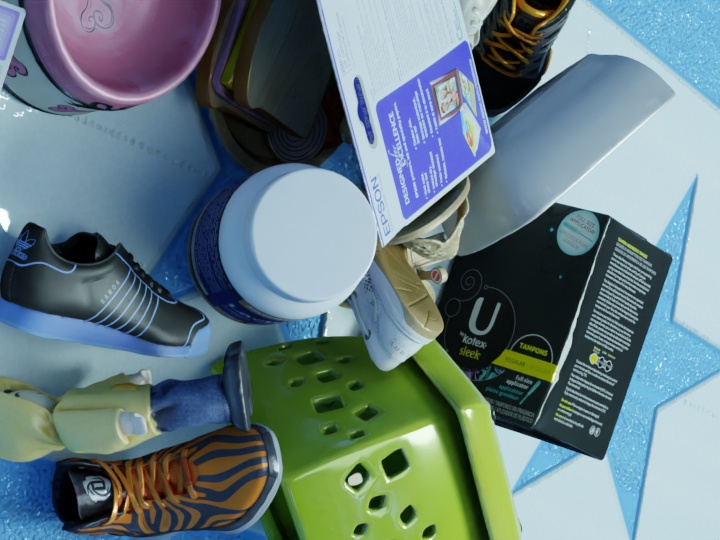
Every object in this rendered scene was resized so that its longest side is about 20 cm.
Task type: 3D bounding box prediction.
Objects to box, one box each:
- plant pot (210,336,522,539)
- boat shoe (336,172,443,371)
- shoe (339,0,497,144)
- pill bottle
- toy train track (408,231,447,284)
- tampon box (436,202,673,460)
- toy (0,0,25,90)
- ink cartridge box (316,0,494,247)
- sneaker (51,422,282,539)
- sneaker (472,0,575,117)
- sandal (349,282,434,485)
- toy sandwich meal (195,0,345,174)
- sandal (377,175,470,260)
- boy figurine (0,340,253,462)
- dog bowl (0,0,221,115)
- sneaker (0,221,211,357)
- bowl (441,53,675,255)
[{"bbox_3d":[0.012,0.160,1.621,0.181,0.200,0.200,-22,121,-11],"label":"plant pot"},{"bbox_3d":[0.000,0.000,1.623,0.071,0.200,0.069,31,113,-36],"label":"boat shoe"},{"bbox_3d":[0.063,-0.172,1.655,0.200,0.053,0.070,-53,156,-8],"label":"shoe"},{"bbox_3d":[-0.058,-0.019,1.518,0.115,0.200,0.117,1,86,-15],"label":"pill bottle"},{"bbox_3d":[0.036,-0.051,1.722,0.114,0.032,0.201,-19,101,-42],"label":"toy train track"},{"bbox_3d":[0.164,0.046,1.839,0.126,0.149,0.201,27,81,-50],"label":"tampon box"},{"bbox_3d":[-0.299,-0.096,1.329,0.115,0.047,0.201,18,85,-21],"label":"toy"},{"bbox_3d":[0.023,-0.144,1.524,0.200,0.043,0.199,-41,122,-53],"label":"ink cartridge box"},{"bbox_3d":[-0.153,0.163,1.494,0.112,0.199,0.078,6,65,-45],"label":"sneaker"},{"bbox_3d":[0.139,-0.215,1.743,0.077,0.078,0.201,-63,178,-59],"label":"sneaker"},{"bbox_3d":[0.029,0.110,1.757,0.077,0.069,0.213,28,80,-48],"label":"sandal"},{"bbox_3d":[-0.045,-0.163,1.603,0.204,0.070,0.207,-17,114,-44],"label":"toy sandwich meal"},{"bbox_3d":[0.062,-0.044,1.633,0.212,0.077,0.070,-78,149,-65],"label":"sandal"},{"bbox_3d":[-0.178,0.097,1.482,0.124,0.198,0.065,-81,165,-75],"label":"boy figurine"},{"bbox_3d":[-0.179,-0.205,1.440,0.199,0.074,0.202,-16,113,-44],"label":"dog bowl"},{"bbox_3d":[-0.181,0.016,1.507,0.199,0.070,0.078,11,98,-49],"label":"sneaker"},{"bbox_3d":[0.153,-0.107,1.721,0.199,0.200,0.075,-39,93,-18],"label":"bowl"}]
